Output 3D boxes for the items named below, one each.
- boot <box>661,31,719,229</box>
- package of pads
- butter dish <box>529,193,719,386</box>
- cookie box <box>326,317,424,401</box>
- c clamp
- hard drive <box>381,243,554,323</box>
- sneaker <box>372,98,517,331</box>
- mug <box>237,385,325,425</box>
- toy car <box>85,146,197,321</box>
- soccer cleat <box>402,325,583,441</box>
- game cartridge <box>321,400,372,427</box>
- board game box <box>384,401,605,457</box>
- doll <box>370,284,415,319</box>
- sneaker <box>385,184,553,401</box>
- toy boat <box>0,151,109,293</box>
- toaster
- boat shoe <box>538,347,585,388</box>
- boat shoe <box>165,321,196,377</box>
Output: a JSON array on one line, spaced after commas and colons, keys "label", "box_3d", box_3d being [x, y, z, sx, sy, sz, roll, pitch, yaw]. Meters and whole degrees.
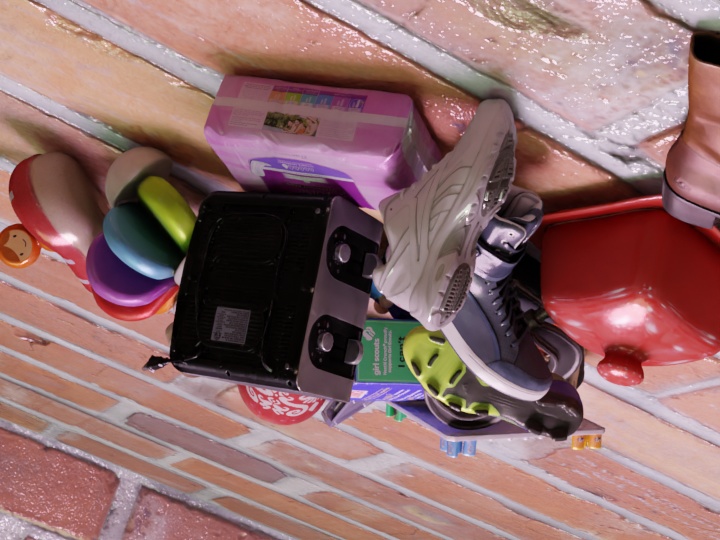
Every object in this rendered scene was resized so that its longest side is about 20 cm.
[{"label": "boot", "box_3d": [0.329, -0.097, 0.971, 0.186, 0.069, 0.201, 21, 152, 15]}, {"label": "package of pads", "box_3d": [-0.031, -0.113, 1.168, 0.197, 0.077, 0.121, 9, 157, 23]}, {"label": "butter dish", "box_3d": [0.256, 0.036, 1.195, 0.199, 0.149, 0.199, 34, 154, -33]}, {"label": "cookie box", "box_3d": [0.071, 0.103, 1.434, 0.197, 0.076, 0.171, 2, 169, -12]}, {"label": "c clamp", "box_3d": [0.138, 0.093, 1.316, 0.170, 0.027, 0.200, 27, 124, -37]}, {"label": "hard drive", "box_3d": [0.131, 0.012, 1.352, 0.139, 0.033, 0.199, 33, 164, -30]}, {"label": "sneaker", "box_3d": [0.064, -0.058, 1.086, 0.099, 0.202, 0.078, 25, -176, 24]}, {"label": "mug", "box_3d": [-0.068, 0.098, 1.682, 0.134, 0.176, 0.200, 57, 157, 13]}, {"label": "toy car", "box_3d": [-0.229, -0.018, 1.387, 0.175, 0.149, 0.200, 48, 158, 11]}, {"label": "soccer cleat", "box_3d": [0.127, 0.105, 1.256, 0.198, 0.065, 0.084, 25, -161, -12]}, {"label": "game cartridge", "box_3d": [0.022, 0.146, 1.689, 0.039, 0.128, 0.200, 60, 161, 11]}, {"label": "board game box", "box_3d": [0.150, 0.175, 1.488, 0.197, 0.026, 0.200, 0, -172, -21]}, {"label": "doll", "box_3d": [0.000, 0.000, 1.418, 0.136, 0.049, 0.200, 43, 178, 34]}, {"label": "sneaker", "box_3d": [0.135, 0.015, 1.166, 0.202, 0.077, 0.146, 46, 124, -5]}, {"label": "toy boat", "box_3d": [-0.359, -0.044, 1.481, 0.129, 0.132, 0.201, -22, 153, -2]}, {"label": "toaster", "box_3d": [-0.084, 0.026, 1.218, 0.198, 0.184, 0.118, 4, 168, 37]}, {"label": "boat shoe", "box_3d": [0.219, 0.089, 1.467, 0.070, 0.063, 0.200, 11, 156, 23]}, {"label": "boat shoe", "box_3d": [-0.113, 0.036, 1.352, 0.065, 0.198, 0.072, 58, 178, 29]}]
